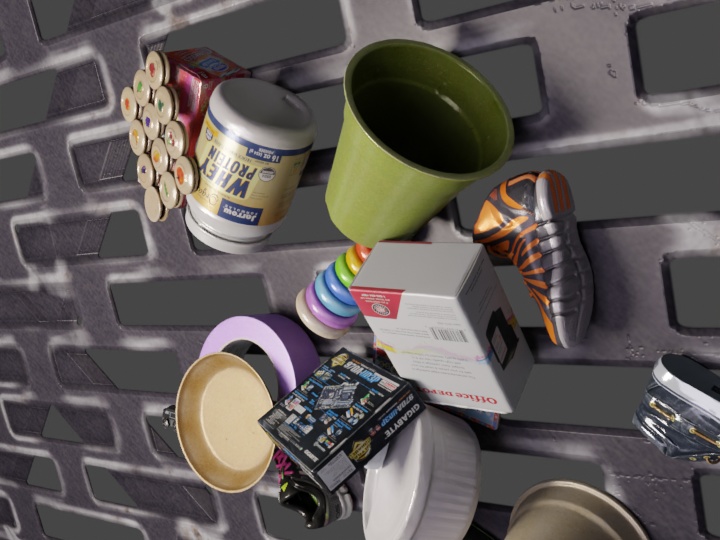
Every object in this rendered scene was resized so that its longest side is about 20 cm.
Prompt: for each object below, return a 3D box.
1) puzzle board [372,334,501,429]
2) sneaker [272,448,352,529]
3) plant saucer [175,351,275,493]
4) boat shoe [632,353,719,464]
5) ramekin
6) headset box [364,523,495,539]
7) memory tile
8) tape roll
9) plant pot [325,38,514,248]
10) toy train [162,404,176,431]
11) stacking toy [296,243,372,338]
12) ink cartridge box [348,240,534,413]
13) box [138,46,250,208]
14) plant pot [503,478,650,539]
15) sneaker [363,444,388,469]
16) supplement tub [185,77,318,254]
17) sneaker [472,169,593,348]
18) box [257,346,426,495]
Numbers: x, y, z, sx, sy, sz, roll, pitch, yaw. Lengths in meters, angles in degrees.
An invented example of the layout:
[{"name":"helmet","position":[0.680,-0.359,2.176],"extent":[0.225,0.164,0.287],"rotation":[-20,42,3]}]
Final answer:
[{"name":"puzzle board","position":[0.099,0.109,1.166],"extent":[0.199,0.017,0.152],"rotation":[18,117,32]},{"name":"sneaker","position":[-0.099,0.308,1.351],"extent":[0.200,0.087,0.074],"rotation":[51,130,12]},{"name":"plant saucer","position":[-0.186,0.216,1.285],"extent":[0.199,0.035,0.201],"rotation":[1,92,36]},{"name":"boat shoe","position":[0.386,0.175,0.933],"extent":[0.200,0.071,0.091],"rotation":[36,127,31]},{"name":"ramekin","position":[0.079,0.267,1.135],"extent":[0.094,0.203,0.203],"rotation":[15,126,-14]},{"name":"headset box","position":[0.088,0.432,1.244],"extent":[0.174,0.093,0.201],"rotation":[29,124,26]},{"name":"memory tile","position":[-0.276,-0.178,1.203],"extent":[0.153,0.017,0.201],"rotation":[-28,76,52]},{"name":"tape roll","position":[-0.151,0.166,1.320],"extent":[0.199,0.066,0.201],"rotation":[0,90,37]},{"name":"plant pot","position":[0.046,-0.126,1.026],"extent":[0.200,0.200,0.190],"rotation":[48,143,13]},{"name":"toy train","position":[-0.265,0.257,1.502],"extent":[0.199,0.034,0.046],"rotation":[5,97,38]},{"name":"stacking toy","position":[0.000,0.000,1.171],"extent":[0.085,0.085,0.200],"rotation":[50,123,12]},{"name":"ink cartridge box","position":[0.098,0.065,1.033],"extent":[0.145,0.083,0.200],"rotation":[3,138,36]},{"name":"box","position":[-0.236,-0.201,1.258],"extent":[0.095,0.100,0.201],"rotation":[33,124,25]},{"name":"plant pot","position":[0.226,0.382,1.058],"extent":[0.200,0.183,0.202],"rotation":[15,116,33]},{"name":"sneaker","position":[-0.010,0.220,1.192],"extent":[0.200,0.070,0.073],"rotation":[154,130,-75]},{"name":"supplement tub","position":[-0.150,-0.136,1.185],"extent":[0.144,0.144,0.201],"rotation":[39,127,20]},{"name":"sneaker","position":[0.194,-0.010,1.015],"extent":[0.112,0.077,0.201],"rotation":[-8,91,44]},{"name":"box","position":[-0.030,0.184,1.136],"extent":[0.046,0.159,0.200],"rotation":[56,163,-22]}]
